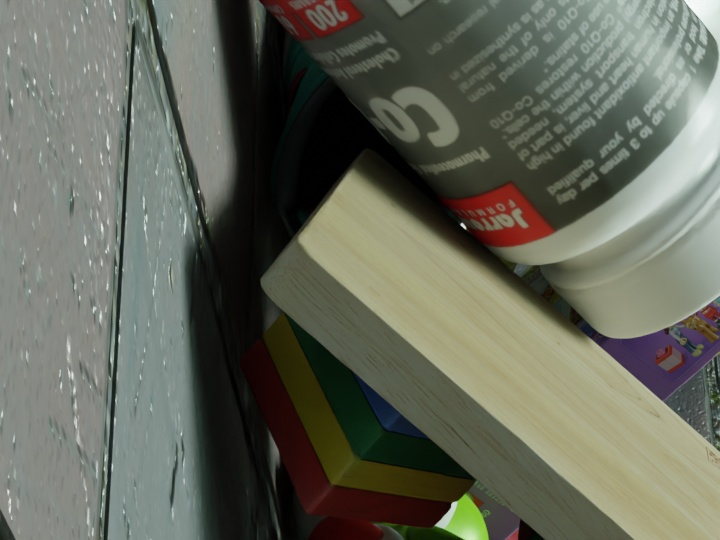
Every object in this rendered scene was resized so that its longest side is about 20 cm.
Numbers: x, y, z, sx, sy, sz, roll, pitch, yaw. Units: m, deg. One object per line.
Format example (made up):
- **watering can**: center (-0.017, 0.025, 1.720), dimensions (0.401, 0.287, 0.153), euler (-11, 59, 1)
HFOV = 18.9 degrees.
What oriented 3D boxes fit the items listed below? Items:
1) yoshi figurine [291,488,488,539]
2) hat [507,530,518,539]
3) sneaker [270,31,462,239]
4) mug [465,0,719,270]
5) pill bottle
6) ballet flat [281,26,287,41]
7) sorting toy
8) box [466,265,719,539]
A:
- **yoshi figurine**: center (0.020, 0.131, 0.828), dimensions (0.200, 0.112, 0.112), euler (-92, -167, -54)
- **hat**: center (0.095, 0.146, 1.030), dimensions (0.176, 0.200, 0.166), euler (46, -40, 43)
- **sneaker**: center (0.012, -0.010, 0.876), dimensions (0.121, 0.084, 0.200), euler (-97, 176, -73)
- **mug**: center (0.101, -0.099, 0.932), dimensions (0.153, 0.149, 0.187), euler (-77, 155, -70)
- **pill bottle**: center (0.059, -0.075, 0.774), dimensions (0.200, 0.114, 0.114), euler (47, 20, -20)
- **ballet flat**: center (-0.005, -0.095, 0.953), dimensions (0.071, 0.071, 0.200), euler (-86, 171, -65)
- **sorting toy**: center (0.045, 0.063, 0.713), dimensions (0.070, 0.200, 0.199), euler (-48, -177, 12)
- **box**: center (0.111, 0.013, 0.914), dimensions (0.200, 0.039, 0.137), euler (-46, -166, 33)
